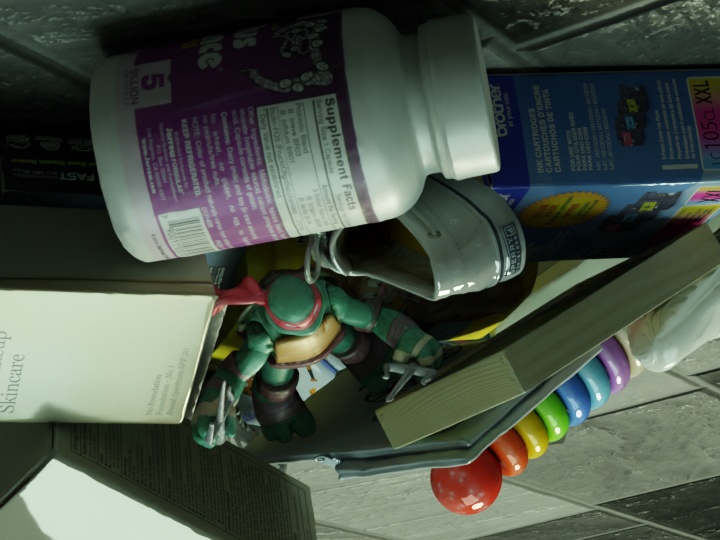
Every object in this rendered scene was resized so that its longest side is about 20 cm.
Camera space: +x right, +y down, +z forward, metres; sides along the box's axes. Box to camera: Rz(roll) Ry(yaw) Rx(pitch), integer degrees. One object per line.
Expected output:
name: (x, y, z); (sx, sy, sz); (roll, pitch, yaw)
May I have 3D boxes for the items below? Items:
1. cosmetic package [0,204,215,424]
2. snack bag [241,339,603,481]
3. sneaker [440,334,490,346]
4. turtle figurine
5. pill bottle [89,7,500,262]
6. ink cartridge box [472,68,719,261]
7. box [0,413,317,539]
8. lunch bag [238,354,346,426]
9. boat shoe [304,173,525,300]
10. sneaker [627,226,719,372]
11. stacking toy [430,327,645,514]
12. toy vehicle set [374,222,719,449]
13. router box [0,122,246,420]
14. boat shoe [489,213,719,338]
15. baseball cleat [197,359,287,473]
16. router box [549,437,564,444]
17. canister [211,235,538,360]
cosmetic package: (-0.188, 0.023, 1.117); (0.199, 0.073, 0.104); (1, 131, -19)
snack bag: (0.032, 0.087, 1.321); (0.199, 0.022, 0.188); (-9, -164, 35)
sneaker: (0.009, 0.079, 1.569); (0.199, 0.096, 0.079); (-16, 160, 22)
turtle figurine: (-0.029, 0.046, 1.201); (0.149, 0.101, 0.200); (-13, 167, 1)
pill bottle: (-0.031, -0.075, 1.070); (0.199, 0.113, 0.112); (-10, 162, 6)
ink cartridge box: (0.114, -0.060, 1.237); (0.199, 0.077, 0.137); (-1, 161, -15)
box: (-0.123, 0.139, 1.214); (0.200, 0.095, 0.078); (33, 119, -28)
lunch bag: (-0.081, 0.072, 1.503); (0.199, 0.076, 0.160); (-21, 132, 31)
boat shoe: (-0.001, -0.025, 1.149); (0.086, 0.075, 0.202); (-23, -148, -27)
sneaker: (0.255, 0.012, 1.325); (0.200, 0.100, 0.078); (-41, -170, -26)
stacking toy: (0.129, 0.108, 1.560); (0.200, 0.085, 0.085); (-46, 174, -21)
toy vehicle set: (0.114, 0.038, 1.227); (0.200, 0.027, 0.124); (-29, 180, -40)
router box: (-0.157, 0.011, 1.212); (0.149, 0.062, 0.201); (2, 131, -21)
boat shoe: (0.172, -0.010, 1.416); (0.200, 0.070, 0.072); (-32, -157, 6)
baseball cleat: (-0.091, 0.109, 1.399); (0.069, 0.107, 0.200); (20, -168, 15)
router box: (0.074, 0.108, 1.707); (0.199, 0.063, 0.150); (-7, 162, -1)
canister: (0.000, 0.000, 1.348); (0.199, 0.087, 0.149); (-3, 161, -20)
